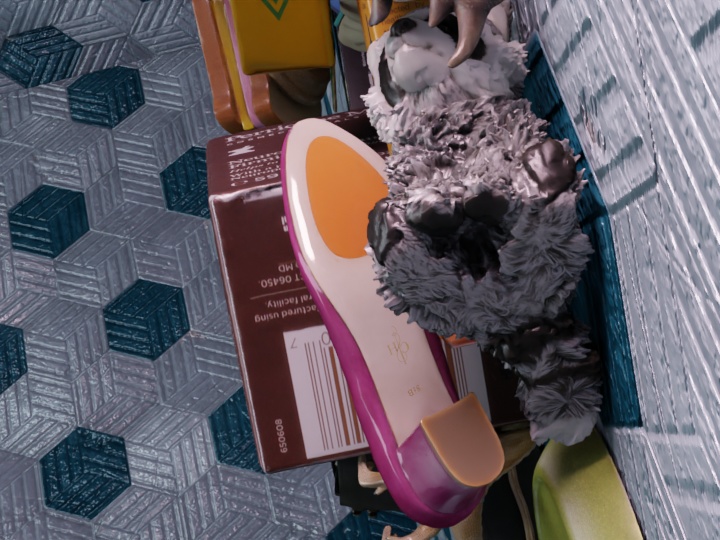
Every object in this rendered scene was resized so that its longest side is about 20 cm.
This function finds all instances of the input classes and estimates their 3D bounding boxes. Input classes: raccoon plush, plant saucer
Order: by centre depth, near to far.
[{"bbox_3d":[0.050,-0.027,0.761,0.135,0.096,0.201,-96,-4,-46],"label":"raccoon plush"},{"bbox_3d":[0.122,0.173,0.842,0.200,0.031,0.202,166,90,-88],"label":"plant saucer"}]

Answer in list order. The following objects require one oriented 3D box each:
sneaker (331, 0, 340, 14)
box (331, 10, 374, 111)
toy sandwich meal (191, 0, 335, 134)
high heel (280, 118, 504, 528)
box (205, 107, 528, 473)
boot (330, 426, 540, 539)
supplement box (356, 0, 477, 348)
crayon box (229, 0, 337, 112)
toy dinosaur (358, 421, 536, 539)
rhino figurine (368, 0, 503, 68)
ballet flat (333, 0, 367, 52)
[{"bbox_3d":[-0.015,-0.257,1.069,0.082,0.073,0.202,-132,27,-80],"label":"sneaker"},{"bbox_3d":[0.008,-0.156,1.222,0.161,0.049,0.202,77,-176,-69],"label":"box"},{"bbox_3d":[-0.082,-0.194,1.220,0.206,0.070,0.206,56,-158,-37],"label":"toy sandwich meal"},{"bbox_3d":[0.007,0.028,0.810,0.201,0.067,0.096,59,157,11],"label":"high heel"},{"bbox_3d":[0.000,0.000,1.005,0.200,0.164,0.166,-115,14,-75],"label":"box"},{"bbox_3d":[0.048,0.148,1.097,0.078,0.137,0.201,-107,3,-46],"label":"boot"},{"bbox_3d":[0.046,-0.069,0.827,0.067,0.068,0.202,-131,25,-81],"label":"supplement box"},{"bbox_3d":[-0.045,-0.192,0.844,0.201,0.050,0.128,82,-177,-46],"label":"crayon box"},{"bbox_3d":[0.052,0.117,0.926,0.059,0.100,0.200,62,-157,-16],"label":"toy dinosaur"},{"bbox_3d":[0.014,-0.178,0.688,0.060,0.087,0.202,93,163,-82],"label":"rhino figurine"},{"bbox_3d":[0.023,-0.158,0.974,0.200,0.069,0.070,104,152,-88],"label":"ballet flat"}]
